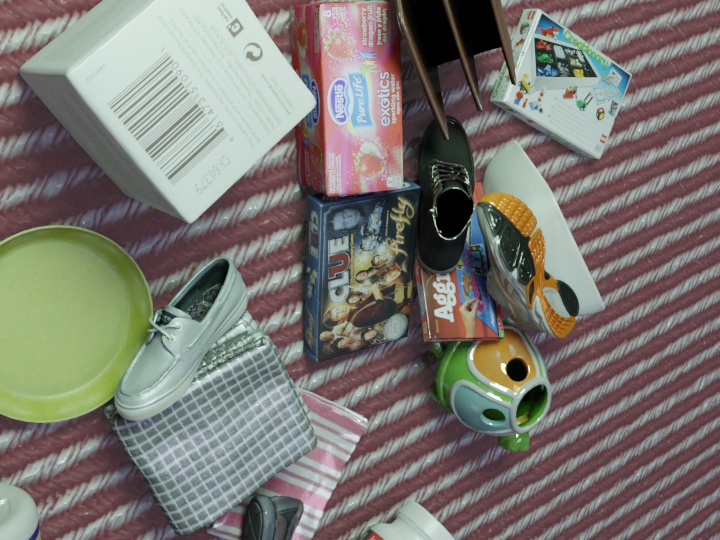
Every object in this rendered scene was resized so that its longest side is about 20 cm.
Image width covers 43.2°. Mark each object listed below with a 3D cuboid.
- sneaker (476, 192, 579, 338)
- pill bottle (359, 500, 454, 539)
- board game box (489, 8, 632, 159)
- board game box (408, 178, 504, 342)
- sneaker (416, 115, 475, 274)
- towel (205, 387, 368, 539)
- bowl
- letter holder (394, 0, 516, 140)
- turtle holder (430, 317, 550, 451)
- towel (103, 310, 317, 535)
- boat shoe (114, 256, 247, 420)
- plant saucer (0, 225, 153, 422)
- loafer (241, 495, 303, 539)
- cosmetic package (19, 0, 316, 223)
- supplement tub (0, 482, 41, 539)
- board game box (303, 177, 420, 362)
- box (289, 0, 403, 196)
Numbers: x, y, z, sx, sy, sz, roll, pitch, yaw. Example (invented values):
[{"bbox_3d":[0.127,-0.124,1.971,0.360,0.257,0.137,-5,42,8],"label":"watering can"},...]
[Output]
[{"bbox_3d":[0.170,-0.001,1.049,0.076,0.092,0.201,-47,119,-29],"label":"sneaker"},{"bbox_3d":[0.027,0.400,1.162,0.200,0.115,0.116,-44,121,-17],"label":"pill bottle"},{"bbox_3d":[0.270,-0.244,1.210,0.199,0.035,0.127,21,90,-35],"label":"board game box"},{"bbox_3d":[0.114,-0.014,1.107,0.102,0.019,0.202,0,72,-21],"label":"board game box"},{"bbox_3d":[0.107,-0.106,1.059,0.074,0.106,0.202,4,70,-4],"label":"sneaker"},{"bbox_3d":[-0.086,0.247,1.104,0.146,0.030,0.202,28,86,-33],"label":"towel"},{"bbox_3d":[0.219,-0.046,1.148,0.074,0.201,0.201,-26,120,9],"label":"bowl"},{"bbox_3d":[0.106,-0.255,0.982,0.200,0.099,0.143,57,25,-55],"label":"letter holder"},{"bbox_3d":[0.171,0.156,1.170,0.140,0.131,0.187,-9,121,-38],"label":"turtle holder"},{"bbox_3d":[-0.155,0.168,0.993,0.199,0.085,0.167,-32,112,-15],"label":"towel"},{"bbox_3d":[-0.190,0.062,0.939,0.201,0.069,0.072,-54,147,-36],"label":"boat shoe"},{"bbox_3d":[-0.309,0.052,0.913,0.198,0.031,0.202,-9,107,-31],"label":"plant saucer"},{"bbox_3d":[-0.112,0.356,1.075,0.062,0.072,0.202,2,113,-31],"label":"loafer"},{"bbox_3d":[-0.181,-0.169,0.839,0.165,0.199,0.165,-45,121,-15],"label":"cosmetic package"},{"bbox_3d":[-0.373,0.322,0.868,0.144,0.145,0.202,-11,107,-30],"label":"supplement tub"},{"bbox_3d":[0.000,0.000,1.072,0.134,0.035,0.202,-13,121,-29],"label":"board game box"},{"bbox_3d":[-0.015,-0.190,0.995,0.094,0.100,0.202,-8,106,-22],"label":"box"}]
